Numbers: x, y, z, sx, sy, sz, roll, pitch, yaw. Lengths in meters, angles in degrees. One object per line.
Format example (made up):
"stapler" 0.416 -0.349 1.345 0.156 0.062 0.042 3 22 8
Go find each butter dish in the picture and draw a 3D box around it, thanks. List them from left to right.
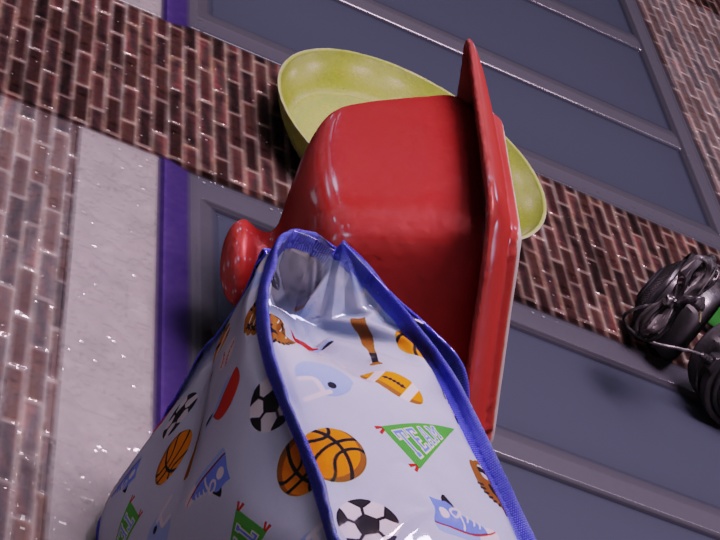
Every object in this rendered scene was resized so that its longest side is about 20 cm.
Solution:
"butter dish" 0.000 0.000 1.030 0.146 0.201 0.201 3 32 -3

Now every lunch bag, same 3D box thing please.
"lunch bag" -0.028 0.105 0.814 0.123 0.171 0.201 14 32 -34

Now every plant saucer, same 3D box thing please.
"plant saucer" 0.029 -0.074 1.296 0.198 0.031 0.201 24 30 -15

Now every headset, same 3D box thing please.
"headset" 0.230 0.034 1.256 0.124 0.094 0.199 48 21 29
